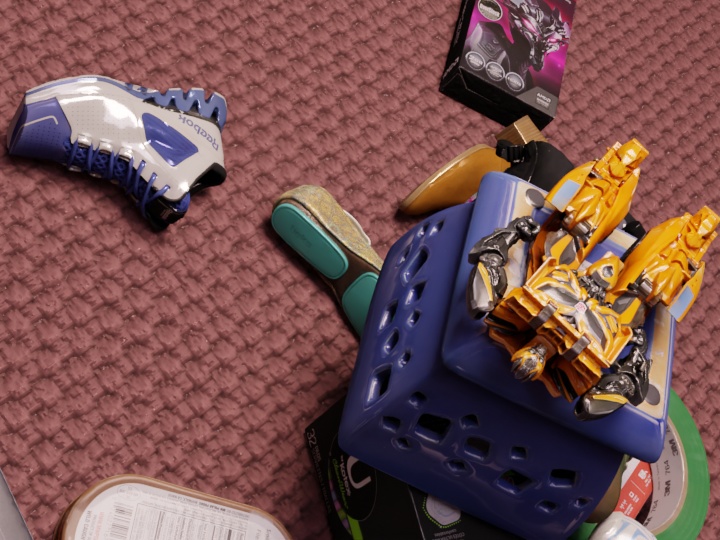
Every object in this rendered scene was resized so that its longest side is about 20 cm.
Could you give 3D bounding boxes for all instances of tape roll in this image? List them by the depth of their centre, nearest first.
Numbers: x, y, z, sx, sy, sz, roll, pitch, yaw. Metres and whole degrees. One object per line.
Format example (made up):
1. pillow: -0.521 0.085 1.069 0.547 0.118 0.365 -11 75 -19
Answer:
1. tape roll: 0.222 0.173 1.076 0.199 0.048 0.202 11 62 -22

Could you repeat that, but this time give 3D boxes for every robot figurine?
1. robot figurine: 0.154 0.002 0.777 0.145 0.058 0.200 42 50 2

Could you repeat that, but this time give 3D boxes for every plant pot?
1. plant pot: 0.120 0.056 0.879 0.199 0.180 0.201 26 53 -12

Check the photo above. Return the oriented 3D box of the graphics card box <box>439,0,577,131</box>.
1. graphics card box: 0.167 -0.258 1.317 0.125 0.051 0.201 26 58 -15

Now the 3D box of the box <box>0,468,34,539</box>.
1. box: -0.317 0.221 0.771 0.197 0.123 0.201 -23 81 -38

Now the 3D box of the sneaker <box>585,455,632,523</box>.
1. sneaker: 0.224 0.131 1.016 0.089 0.067 0.201 23 46 -16

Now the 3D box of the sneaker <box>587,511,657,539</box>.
1. sneaker: 0.176 0.291 0.977 0.072 0.201 0.072 40 15 19

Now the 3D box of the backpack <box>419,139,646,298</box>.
1. backpack: 0.142 -0.002 1.095 0.200 0.127 0.167 -41 59 -11

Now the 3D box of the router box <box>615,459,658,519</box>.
1. router box: 0.192 0.164 1.124 0.180 0.049 0.200 46 55 -1

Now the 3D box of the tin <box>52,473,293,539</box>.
1. tin: -0.140 0.228 0.928 0.198 0.042 0.113 19 63 -19

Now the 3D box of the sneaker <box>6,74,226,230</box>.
1. sneaker: -0.196 -0.098 1.029 0.198 0.081 0.116 -3 65 -30

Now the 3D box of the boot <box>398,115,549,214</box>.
1. boot: 0.145 -0.059 1.199 0.200 0.071 0.145 -32 89 -31

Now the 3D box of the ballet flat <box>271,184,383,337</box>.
1. ballet flat: 0.000 0.000 1.098 0.200 0.071 0.071 49 54 2

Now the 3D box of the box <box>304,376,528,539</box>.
1. box: 0.057 0.193 0.977 0.123 0.149 0.202 -5 67 -30
